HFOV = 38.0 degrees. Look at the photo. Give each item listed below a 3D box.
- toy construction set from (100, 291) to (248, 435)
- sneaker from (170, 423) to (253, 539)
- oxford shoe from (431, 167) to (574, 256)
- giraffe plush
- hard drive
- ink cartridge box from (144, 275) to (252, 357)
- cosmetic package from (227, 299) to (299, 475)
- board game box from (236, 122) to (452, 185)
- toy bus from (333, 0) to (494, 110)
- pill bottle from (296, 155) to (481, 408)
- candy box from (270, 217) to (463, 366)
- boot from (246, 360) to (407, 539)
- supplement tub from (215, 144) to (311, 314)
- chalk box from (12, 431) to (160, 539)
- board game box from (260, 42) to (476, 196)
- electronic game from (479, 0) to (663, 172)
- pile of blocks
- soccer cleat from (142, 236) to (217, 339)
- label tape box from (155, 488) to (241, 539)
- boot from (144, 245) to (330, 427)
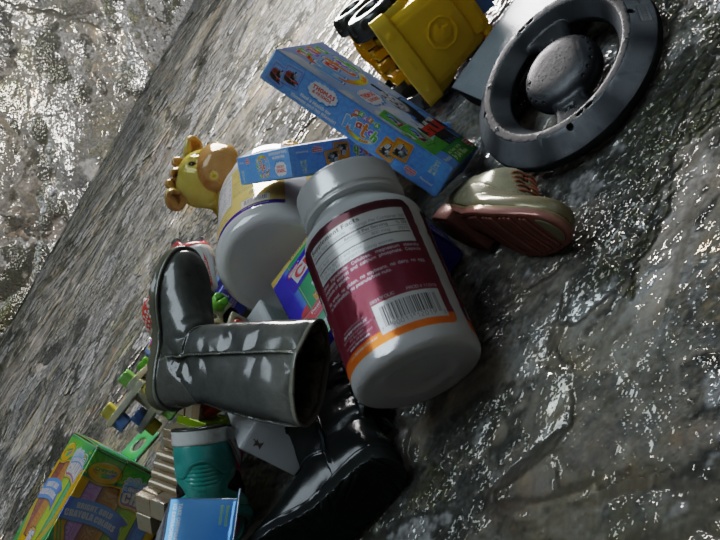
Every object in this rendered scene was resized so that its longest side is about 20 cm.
[{"bbox_3d":[-0.191,0.094,1.143,0.200,0.092,0.131,-36,6,28],"label":"toy construction set"},{"bbox_3d":[-0.152,0.225,1.102,0.200,0.083,0.121,75,-171,-81],"label":"sneaker"},{"bbox_3d":[0.129,-0.061,0.918,0.074,0.071,0.200,-57,23,-8],"label":"oxford shoe"},{"bbox_3d":[-0.191,-0.125,1.509,0.200,0.162,0.173,-48,25,19],"label":"giraffe plush"},{"bbox_3d":[0.187,-0.257,1.100,0.200,0.033,0.140,-54,23,6],"label":"hard drive"},{"bbox_3d":[-0.201,0.079,1.384,0.137,0.076,0.200,-62,25,-11],"label":"ink cartridge box"},{"bbox_3d":[-0.090,0.119,1.116,0.102,0.071,0.200,-55,23,7],"label":"cosmetic package"},{"bbox_3d":[-0.018,-0.130,1.167,0.151,0.199,0.037,2,104,63],"label":"board game box"},{"bbox_3d":[0.082,-0.308,1.269,0.192,0.136,0.200,-43,21,0],"label":"toy bus"},{"bbox_3d":[0.017,0.007,0.903,0.114,0.114,0.201,-42,54,31],"label":"pill bottle"},{"bbox_3d":[0.000,0.000,1.084,0.169,0.077,0.200,-54,23,7],"label":"candy box"},{"bbox_3d":[-0.043,0.180,0.947,0.198,0.073,0.163,-44,28,11],"label":"boot"},{"bbox_3d":[-0.102,-0.056,1.270,0.145,0.145,0.200,-47,25,21],"label":"supplement tub"},{"bbox_3d":[-0.316,0.281,1.289,0.124,0.124,0.201,-3,57,62],"label":"chalk box"},{"bbox_3d":[0.014,-0.154,1.031,0.037,0.200,0.151,-58,-5,20],"label":"board game box"},{"bbox_3d":[0.190,-0.181,0.970,0.200,0.042,0.201,-31,43,34],"label":"electronic game"},{"bbox_3d":[-0.195,0.217,1.228,0.062,0.082,0.201,11,74,32],"label":"pile of blocks"},{"bbox_3d":[-0.215,0.043,1.260,0.200,0.068,0.085,-58,47,45],"label":"soccer cleat"},{"bbox_3d":[-0.158,0.285,0.937,0.200,0.066,0.144,116,162,-60],"label":"label tape box"},{"bbox_3d":[-0.117,0.057,0.990,0.199,0.072,0.183,-9,78,43],"label":"boot"}]
